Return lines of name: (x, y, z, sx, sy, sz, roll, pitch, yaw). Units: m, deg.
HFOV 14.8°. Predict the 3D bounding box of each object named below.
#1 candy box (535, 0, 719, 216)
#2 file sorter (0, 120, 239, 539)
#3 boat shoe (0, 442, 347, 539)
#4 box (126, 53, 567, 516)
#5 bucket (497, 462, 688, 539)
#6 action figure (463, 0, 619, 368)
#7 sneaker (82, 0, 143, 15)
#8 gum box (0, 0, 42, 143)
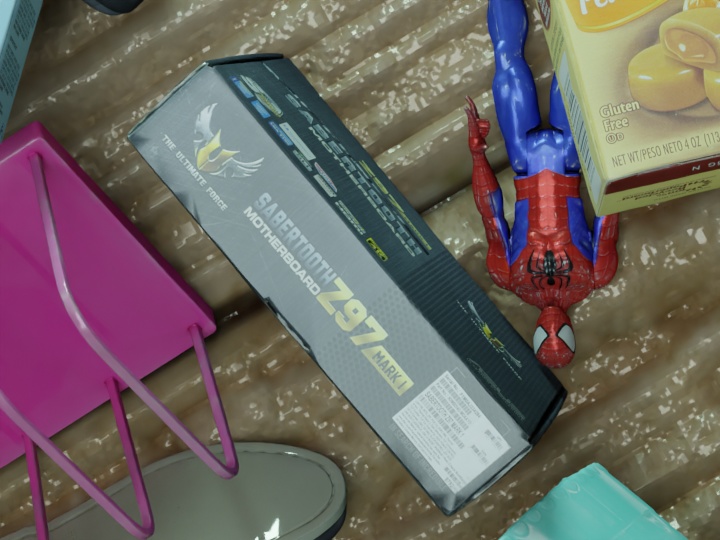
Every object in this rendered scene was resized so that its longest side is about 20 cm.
candy box: (0.126, -0.134, 1.128, 0.115, 0.055, 0.201, -13, 76, -5)
file sorter: (-0.169, 0.068, 1.168, 0.199, 0.126, 0.139, -32, 130, 11)
boat shoe: (-0.094, 0.136, 1.238, 0.199, 0.073, 0.063, -20, 135, 5)
box: (0.000, 0.000, 1.148, 0.051, 0.158, 0.200, -40, 87, 10)
bucket: (0.085, 0.189, 1.134, 0.135, 0.207, 0.207, 43, 100, 13)
action figure: (0.078, -0.058, 1.187, 0.065, 0.052, 0.202, -4, 97, 4)
sneaker: (-0.173, -0.172, 1.211, 0.088, 0.074, 0.200, -44, 76, 20)
gum box: (-0.203, -0.169, 1.137, 0.169, 0.045, 0.201, 14, 75, 6)
